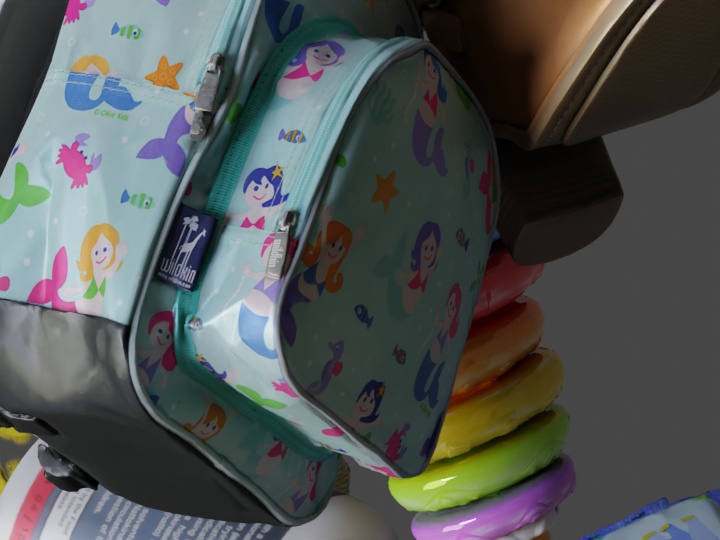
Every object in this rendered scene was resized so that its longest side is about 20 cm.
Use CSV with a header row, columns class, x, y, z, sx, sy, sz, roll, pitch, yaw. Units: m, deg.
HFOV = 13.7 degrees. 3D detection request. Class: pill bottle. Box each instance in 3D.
class,x,y,z,sx,sy,sz,roll,pitch,yaw
pill bottle,-0.048,0.141,1.245,0.199,0.120,0.120,17,127,28

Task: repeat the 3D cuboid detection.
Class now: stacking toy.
class,x,y,z,sx,sy,sz,roll,pitch,yaw
stacking toy,0.047,0.070,1.172,0.110,0.116,0.201,-7,107,66

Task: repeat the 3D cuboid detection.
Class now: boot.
class,x,y,z,sx,sy,sz,roll,pitch,yaw
boot,0.058,-0.109,1.053,0.156,0.073,0.200,67,153,20

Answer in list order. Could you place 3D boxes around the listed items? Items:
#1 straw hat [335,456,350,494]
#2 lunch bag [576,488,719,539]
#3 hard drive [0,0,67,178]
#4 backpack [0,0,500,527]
class,x,y,z,sx,sy,sz,roll,pitch,yaw
straw hat,-0.057,0.098,1.414,0.085,0.201,0.201,37,-179,-39
lunch bag,0.102,0.190,1.049,0.201,0.169,0.128,63,154,17
hard drive,-0.098,-0.023,1.083,0.025,0.133,0.200,8,159,30
backpack,-0.039,-0.028,1.021,0.178,0.150,0.201,46,-129,-60
